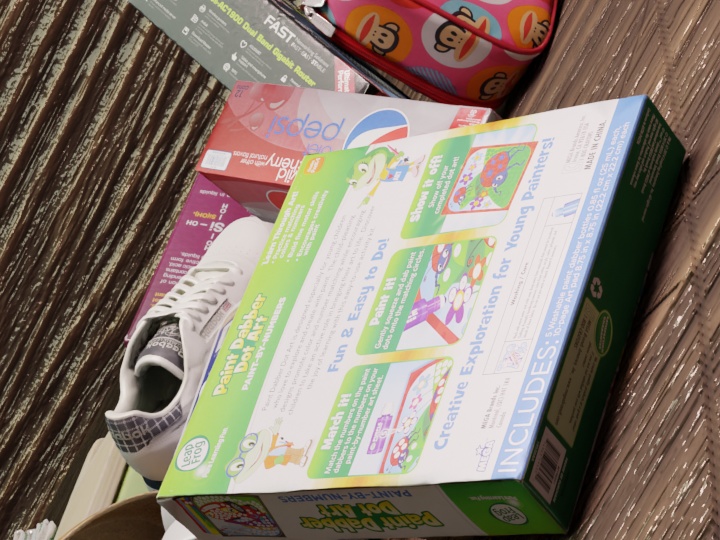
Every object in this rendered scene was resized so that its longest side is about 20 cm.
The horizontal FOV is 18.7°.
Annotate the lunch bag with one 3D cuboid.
[{"bbox_3d":[0.044,-0.209,1.419,0.082,0.176,0.200,-54,12,43],"label":"lunch bag"}]

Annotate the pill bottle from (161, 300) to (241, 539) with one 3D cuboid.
[{"bbox_3d":[-0.045,0.108,1.194,0.116,0.116,0.200,-56,11,39],"label":"pill bottle"}]

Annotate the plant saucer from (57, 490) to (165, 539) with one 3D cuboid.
[{"bbox_3d":[-0.140,0.213,1.233,0.035,0.200,0.200,21,83,43],"label":"plant saucer"}]

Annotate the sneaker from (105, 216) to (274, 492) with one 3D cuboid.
[{"bbox_3d":[-0.093,0.038,1.319,0.076,0.081,0.200,-7,47,31],"label":"sneaker"}]

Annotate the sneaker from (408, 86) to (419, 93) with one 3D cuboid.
[{"bbox_3d":[0.092,-0.215,1.561,0.078,0.066,0.200,-19,44,61],"label":"sneaker"}]

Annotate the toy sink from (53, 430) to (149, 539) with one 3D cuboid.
[{"bbox_3d":[-0.122,0.165,1.437,0.112,0.130,0.200,-57,9,33],"label":"toy sink"}]

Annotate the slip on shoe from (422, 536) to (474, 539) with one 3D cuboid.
[{"bbox_3d":[0.053,0.037,1.020,0.076,0.061,0.200,114,179,-53],"label":"slip on shoe"}]

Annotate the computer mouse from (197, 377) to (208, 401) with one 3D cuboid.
[{"bbox_3d":[-0.044,0.105,1.077,0.044,0.110,0.200,73,178,-46],"label":"computer mouse"}]

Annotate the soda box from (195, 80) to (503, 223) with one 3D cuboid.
[{"bbox_3d":[0.006,-0.056,1.214,0.200,0.070,0.063,11,71,44],"label":"soda box"}]

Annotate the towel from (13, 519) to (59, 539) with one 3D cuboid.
[{"bbox_3d":[-0.202,0.287,1.458,0.149,0.031,0.200,-73,-31,-55],"label":"towel"}]

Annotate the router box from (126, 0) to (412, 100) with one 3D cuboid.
[{"bbox_3d":[-0.037,-0.125,1.412,0.062,0.200,0.150,-52,-31,7],"label":"router box"}]

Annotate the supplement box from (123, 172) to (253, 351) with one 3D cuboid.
[{"bbox_3d":[-0.084,0.025,1.578,0.131,0.103,0.200,87,-162,-48],"label":"supplement box"}]

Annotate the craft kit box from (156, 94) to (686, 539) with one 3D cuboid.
[{"bbox_3d":[0.026,0.024,0.952,0.197,0.049,0.200,-5,50,37],"label":"craft kit box"}]
